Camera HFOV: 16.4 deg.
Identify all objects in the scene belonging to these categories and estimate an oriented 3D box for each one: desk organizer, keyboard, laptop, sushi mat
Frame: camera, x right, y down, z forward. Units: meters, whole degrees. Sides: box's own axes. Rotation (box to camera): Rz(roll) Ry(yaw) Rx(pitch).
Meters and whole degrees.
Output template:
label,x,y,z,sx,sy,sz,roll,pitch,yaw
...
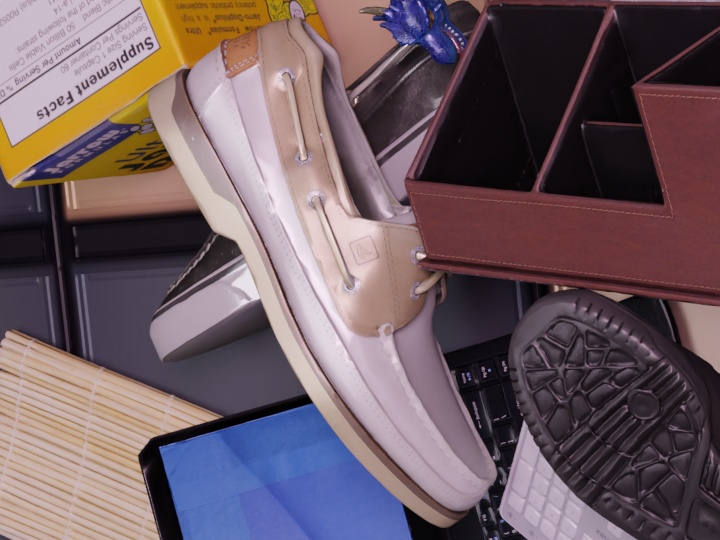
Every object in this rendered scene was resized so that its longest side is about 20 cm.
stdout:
label,x,y,z,sx,sy,sz,roll,pitch,yaw
desk organizer,0.099,-0.042,0.837,0.199,0.072,0.077,7,123,49
keyboard,0.126,0.128,0.902,0.200,0.011,0.056,39,143,29
laptop,0.038,0.122,0.976,0.199,0.103,0.178,-18,87,34
sushi mat,-0.095,0.100,1.117,0.199,0.012,0.096,19,107,30

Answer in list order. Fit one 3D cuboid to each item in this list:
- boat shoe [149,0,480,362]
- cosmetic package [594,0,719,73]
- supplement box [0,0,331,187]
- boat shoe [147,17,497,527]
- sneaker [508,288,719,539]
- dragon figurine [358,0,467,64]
label,x,y,z,sx,sy,sz,roll,pitch,yaw
boat shoe,-0.015,-0.034,1.016,0.200,0.071,0.064,-36,77,24
cosmetic package,0.179,-0.140,0.860,0.107,0.090,0.201,40,113,24
supplement box,-0.113,-0.150,1.038,0.109,0.109,0.201,-28,80,33
boat shoe,0.000,0.000,0.934,0.068,0.075,0.201,-32,93,13
sneaker,0.138,0.073,0.872,0.200,0.104,0.060,43,114,2
dragon figurine,0.002,-0.164,0.963,0.059,0.099,0.200,-48,66,28
